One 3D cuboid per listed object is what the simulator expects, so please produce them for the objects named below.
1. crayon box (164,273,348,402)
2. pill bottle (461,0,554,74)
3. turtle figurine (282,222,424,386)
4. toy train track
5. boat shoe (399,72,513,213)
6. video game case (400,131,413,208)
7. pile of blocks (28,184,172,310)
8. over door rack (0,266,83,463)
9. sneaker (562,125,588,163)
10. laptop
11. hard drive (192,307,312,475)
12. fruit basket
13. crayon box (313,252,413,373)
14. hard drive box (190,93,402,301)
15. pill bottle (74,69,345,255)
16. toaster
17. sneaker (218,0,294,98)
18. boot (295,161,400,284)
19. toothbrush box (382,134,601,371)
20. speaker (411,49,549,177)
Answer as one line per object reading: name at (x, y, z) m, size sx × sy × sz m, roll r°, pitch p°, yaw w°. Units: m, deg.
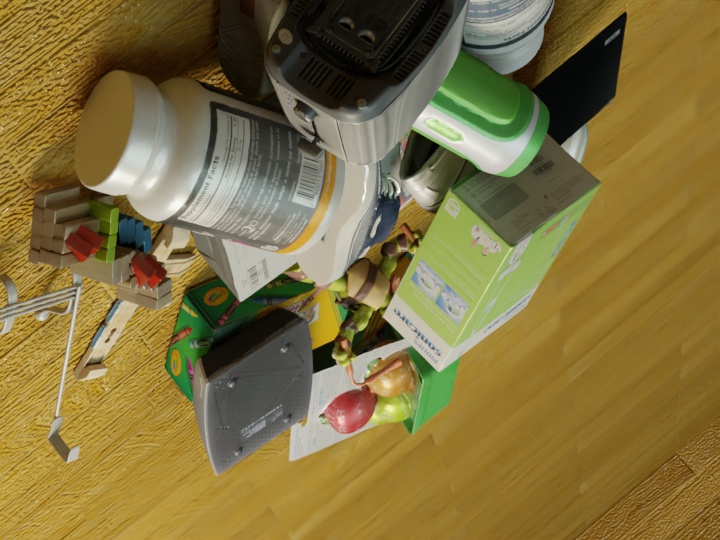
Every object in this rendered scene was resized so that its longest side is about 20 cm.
crayon box at (-0.099, 0.047, 1.700) m, size 0.199 × 0.058 × 0.119 m, roll -24°, pitch 150°, yaw -35°
pill bottle at (0.109, -0.259, 1.431) m, size 0.119 × 0.120 × 0.200 m, roll -38°, pitch 156°, yaw -8°
turtle figurine at (0.000, 0.000, 1.657) m, size 0.161 × 0.064 × 0.201 m, roll 38°, pitch 77°, yaw -30°
toy train track at (-0.211, 0.037, 1.547) m, size 0.114 × 0.033 × 0.200 m, roll -6°, pitch 139°, yaw -52°
boat shoe at (0.090, -0.154, 1.569) m, size 0.065 × 0.073 × 0.201 m, roll 40°, pitch 56°, yaw -41°
video game case at (0.071, -0.137, 1.700) m, size 0.200 × 0.017 × 0.143 m, roll -41°, pitch 155°, yaw -3°
pile of blocks at (-0.201, -0.021, 1.392) m, size 0.200 × 0.062 × 0.083 m, roll 32°, pitch 75°, yaw -65°
over door rack at (-0.315, 0.089, 1.417) m, size 0.147 × 0.066 × 0.201 m, roll -19°, pitch 127°, yaw -41°
sneaker at (0.175, -0.108, 1.835) m, size 0.200 × 0.077 × 0.081 m, roll -50°, pitch 153°, yaw 13°
laptop at (0.168, -0.168, 1.677) m, size 0.177 × 0.199 × 0.104 m, roll -40°, pitch 114°, yaw -26°
hard drive at (-0.111, 0.121, 1.680) m, size 0.134 × 0.042 × 0.201 m, roll -33°, pitch 154°, yaw -20°
fruit basket at (0.009, 0.131, 1.873) m, size 0.199 × 0.094 × 0.186 m, roll -16°, pitch 148°, yaw -15°
crayon box at (0.025, 0.063, 1.921) m, size 0.200 × 0.052 × 0.126 m, roll -40°, pitch 156°, yaw -6°
hard drive box at (-0.062, -0.087, 1.513) m, size 0.199 × 0.077 × 0.156 m, roll -35°, pitch 155°, yaw -15°
pill bottle at (-0.120, -0.088, 1.321) m, size 0.199 × 0.117 × 0.117 m, roll 15°, pitch 123°, yaw -35°
toaster at (0.012, -0.178, 1.279) m, size 0.201 × 0.113 × 0.129 m, roll -55°, pitch 169°, yaw -16°
sneaker at (-0.053, -0.237, 1.304) m, size 0.106 × 0.075 × 0.201 m, roll -37°, pitch 160°, yaw -35°
boot at (-0.002, -0.074, 1.463) m, size 0.090 × 0.073 × 0.200 m, roll -37°, pitch 163°, yaw -31°
toothbrush box at (0.124, -0.018, 1.576) m, size 0.145 × 0.086 × 0.201 m, roll -34°, pitch 159°, yaw -37°
speaker at (0.064, -0.157, 1.426) m, size 0.199 × 0.089 × 0.089 m, roll 27°, pitch 115°, yaw -23°
